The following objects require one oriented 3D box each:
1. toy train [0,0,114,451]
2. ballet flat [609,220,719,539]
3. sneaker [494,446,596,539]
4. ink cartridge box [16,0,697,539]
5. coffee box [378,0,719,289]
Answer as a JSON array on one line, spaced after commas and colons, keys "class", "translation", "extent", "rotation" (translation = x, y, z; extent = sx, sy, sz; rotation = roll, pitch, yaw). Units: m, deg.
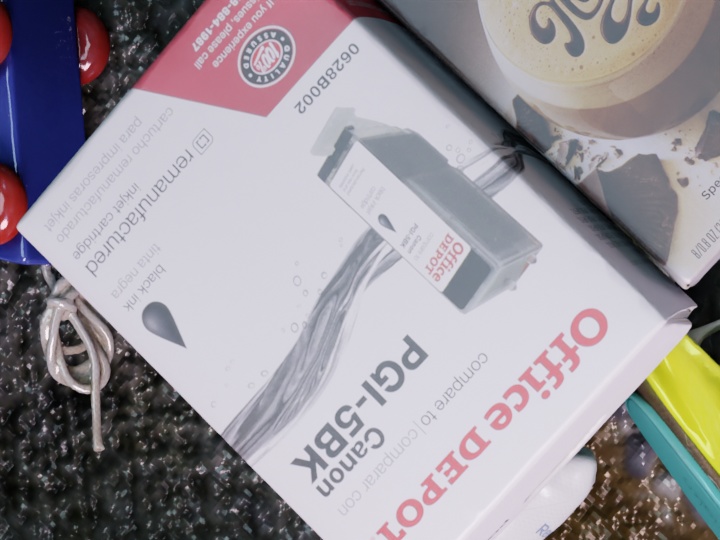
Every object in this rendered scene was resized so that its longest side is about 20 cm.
[{"class": "toy train", "translation": [-0.168, -0.019, 0.941], "extent": [0.115, 0.085, 0.201], "rotation": [-7, 87, 30]}, {"class": "ballet flat", "translation": [0.115, 0.027, 0.852], "extent": [0.067, 0.067, 0.200], "rotation": [-40, 79, -7]}, {"class": "sneaker", "translation": [0.020, 0.028, 0.883], "extent": [0.087, 0.075, 0.201], "rotation": [-33, 87, 7]}, {"class": "ink cartridge box", "translation": [0.000, 0.000, 0.801], "extent": [0.200, 0.083, 0.147], "rotation": [44, 100, 10]}, {"class": "coffee box", "translation": [0.083, -0.102, 0.800], "extent": [0.200, 0.080, 0.113], "rotation": [43, 97, 8]}]
